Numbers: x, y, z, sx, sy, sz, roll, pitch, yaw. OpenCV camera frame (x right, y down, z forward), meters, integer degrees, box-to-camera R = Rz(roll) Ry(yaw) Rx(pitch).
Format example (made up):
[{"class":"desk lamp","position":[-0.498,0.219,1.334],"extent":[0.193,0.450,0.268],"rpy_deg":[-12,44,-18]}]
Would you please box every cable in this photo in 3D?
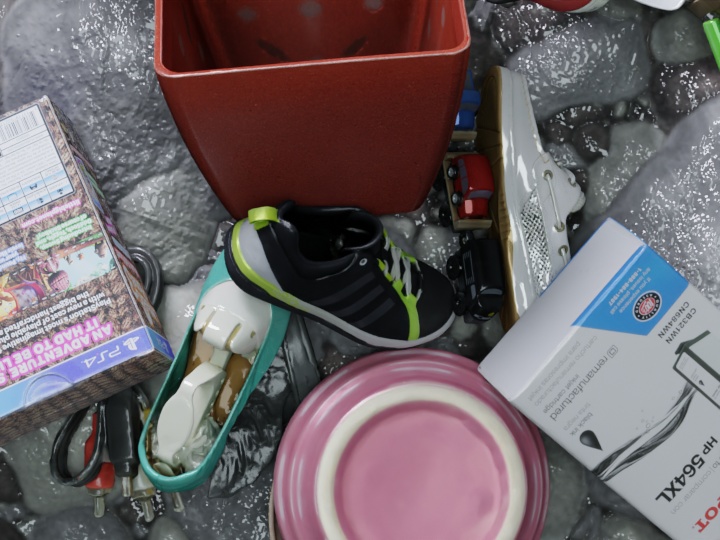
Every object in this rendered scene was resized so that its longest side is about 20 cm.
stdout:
[{"class":"cable","position":[-0.180,0.085,1.512],"extent":[0.097,0.050,0.200],"rpy_deg":[-6,79,15]}]

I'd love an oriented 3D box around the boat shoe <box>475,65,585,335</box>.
[{"class":"boat shoe","position":[0.128,-0.050,1.486],"extent":[0.069,0.071,0.200],"rpy_deg":[-7,93,-9]}]

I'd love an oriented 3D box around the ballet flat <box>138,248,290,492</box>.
[{"class":"ballet flat","position":[-0.100,0.066,1.429],"extent":[0.067,0.070,0.200],"rpy_deg":[23,94,6]}]

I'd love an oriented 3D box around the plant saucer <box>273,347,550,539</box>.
[{"class":"plant saucer","position":[0.039,0.154,1.455],"extent":[0.200,0.051,0.201],"rpy_deg":[0,87,-8]}]

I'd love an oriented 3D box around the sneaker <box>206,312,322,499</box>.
[{"class":"sneaker","position":[-0.088,0.057,1.490],"extent":[0.104,0.060,0.200],"rpy_deg":[-16,95,-4]}]

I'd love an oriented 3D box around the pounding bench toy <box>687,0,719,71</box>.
[{"class":"pounding bench toy","position":[0.299,-0.170,1.449],"extent":[0.156,0.124,0.200],"rpy_deg":[41,92,-1]}]

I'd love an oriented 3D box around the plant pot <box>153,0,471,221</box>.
[{"class":"plant pot","position":[-0.032,-0.141,1.406],"extent":[0.200,0.200,0.176],"rpy_deg":[-4,137,0]}]

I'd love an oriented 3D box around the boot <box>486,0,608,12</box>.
[{"class":"boot","position":[0.113,-0.279,1.398],"extent":[0.072,0.144,0.200],"rpy_deg":[-6,89,39]}]

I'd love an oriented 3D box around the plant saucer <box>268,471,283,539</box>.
[{"class":"plant saucer","position":[0.031,0.177,1.496],"extent":[0.200,0.037,0.201],"rpy_deg":[0,89,-8]}]

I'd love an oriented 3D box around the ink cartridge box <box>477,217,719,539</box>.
[{"class":"ink cartridge box","position":[0.208,0.085,1.448],"extent":[0.200,0.084,0.146],"rpy_deg":[39,92,-20]}]

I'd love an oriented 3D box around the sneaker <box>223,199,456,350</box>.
[{"class":"sneaker","position":[0.000,0.000,1.415],"extent":[0.200,0.083,0.072],"rpy_deg":[15,55,-35]}]

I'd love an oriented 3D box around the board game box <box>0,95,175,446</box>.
[{"class":"board game box","position":[-0.246,0.005,1.453],"extent":[0.159,0.097,0.200],"rpy_deg":[-24,80,1]}]

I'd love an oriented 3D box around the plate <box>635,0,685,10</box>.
[{"class":"plate","position":[0.172,-0.309,1.483],"extent":[0.199,0.032,0.200],"rpy_deg":[21,92,6]}]

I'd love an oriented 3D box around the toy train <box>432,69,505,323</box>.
[{"class":"toy train","position":[0.074,-0.061,1.470],"extent":[0.034,0.046,0.200],"rpy_deg":[0,74,-30]}]
